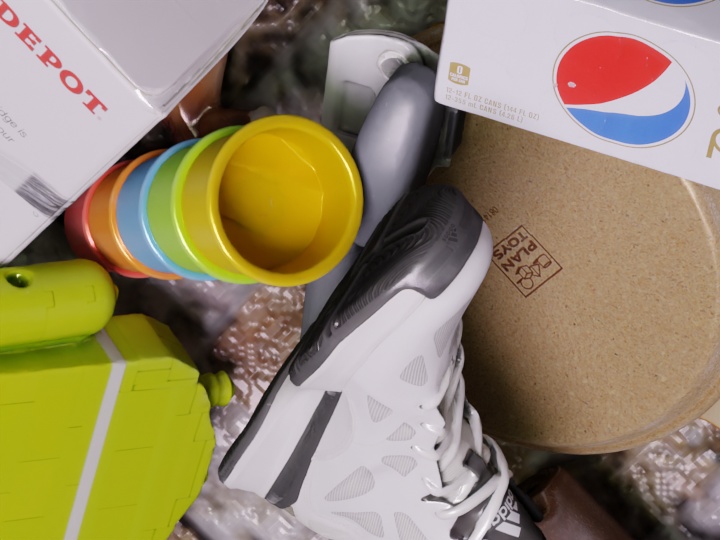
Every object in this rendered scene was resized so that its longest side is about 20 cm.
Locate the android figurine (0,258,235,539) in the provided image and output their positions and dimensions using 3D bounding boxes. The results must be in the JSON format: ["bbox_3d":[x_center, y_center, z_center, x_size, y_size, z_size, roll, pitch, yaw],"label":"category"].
[{"bbox_3d":[-0.140,0.076,1.095,0.041,0.199,0.183,49,135,41],"label":"android figurine"}]

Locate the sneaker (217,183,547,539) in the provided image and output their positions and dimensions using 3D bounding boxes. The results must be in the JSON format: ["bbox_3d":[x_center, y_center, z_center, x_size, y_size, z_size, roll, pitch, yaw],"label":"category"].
[{"bbox_3d":[0.032,0.050,0.971,0.115,0.076,0.201,33,147,-2],"label":"sneaker"}]

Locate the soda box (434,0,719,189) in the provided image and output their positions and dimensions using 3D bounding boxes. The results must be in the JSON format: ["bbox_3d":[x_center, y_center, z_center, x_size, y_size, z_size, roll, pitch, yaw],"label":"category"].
[{"bbox_3d":[0.129,-0.072,0.937,0.199,0.064,0.068,17,139,9],"label":"soda box"}]

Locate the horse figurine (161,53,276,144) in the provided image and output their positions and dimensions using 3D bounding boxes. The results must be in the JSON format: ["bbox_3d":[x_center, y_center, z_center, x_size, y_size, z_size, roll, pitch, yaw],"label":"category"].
[{"bbox_3d":[-0.084,-0.138,1.057,0.200,0.050,0.132,41,128,-10],"label":"horse figurine"}]

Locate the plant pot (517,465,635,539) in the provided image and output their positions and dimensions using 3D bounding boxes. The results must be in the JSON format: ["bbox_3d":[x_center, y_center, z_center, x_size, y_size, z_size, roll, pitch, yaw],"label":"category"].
[{"bbox_3d":[0.087,0.199,1.088,0.200,0.200,0.198,-41,89,25],"label":"plant pot"}]

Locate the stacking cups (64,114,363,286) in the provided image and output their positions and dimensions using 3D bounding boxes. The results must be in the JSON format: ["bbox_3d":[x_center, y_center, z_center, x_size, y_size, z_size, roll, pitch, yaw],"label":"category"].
[{"bbox_3d":[-0.062,-0.026,1.039,0.060,0.200,0.061,0,91,-22],"label":"stacking cups"}]

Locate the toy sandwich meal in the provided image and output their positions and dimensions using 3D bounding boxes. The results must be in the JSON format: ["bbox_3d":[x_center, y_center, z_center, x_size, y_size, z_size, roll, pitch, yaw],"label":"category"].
[{"bbox_3d":[0.081,-0.018,1.062,0.204,0.070,0.206,12,122,21],"label":"toy sandwich meal"}]

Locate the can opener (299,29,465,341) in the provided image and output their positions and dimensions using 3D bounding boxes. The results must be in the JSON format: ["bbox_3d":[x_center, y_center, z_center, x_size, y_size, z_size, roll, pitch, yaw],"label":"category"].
[{"bbox_3d":[0.000,0.000,1.033,0.052,0.067,0.201,18,128,15],"label":"can opener"}]

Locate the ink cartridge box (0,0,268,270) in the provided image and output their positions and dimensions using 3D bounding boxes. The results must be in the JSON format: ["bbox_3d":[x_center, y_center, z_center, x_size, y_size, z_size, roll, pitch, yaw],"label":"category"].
[{"bbox_3d":[-0.147,-0.090,1.039,0.146,0.084,0.200,46,140,-7],"label":"ink cartridge box"}]
